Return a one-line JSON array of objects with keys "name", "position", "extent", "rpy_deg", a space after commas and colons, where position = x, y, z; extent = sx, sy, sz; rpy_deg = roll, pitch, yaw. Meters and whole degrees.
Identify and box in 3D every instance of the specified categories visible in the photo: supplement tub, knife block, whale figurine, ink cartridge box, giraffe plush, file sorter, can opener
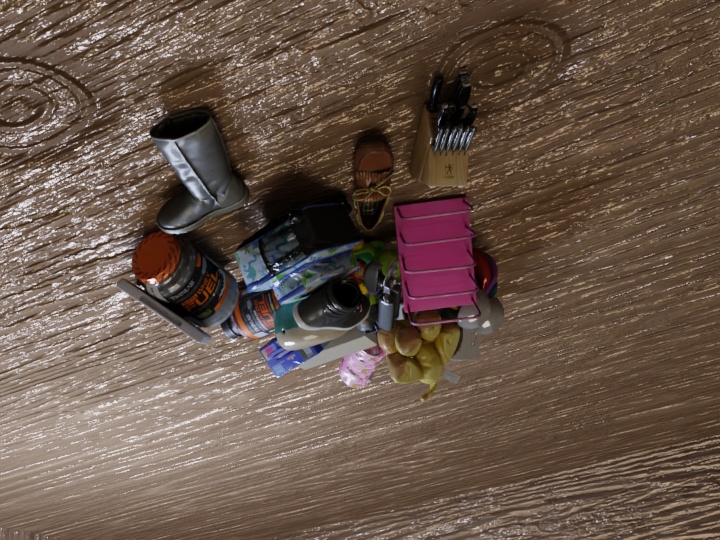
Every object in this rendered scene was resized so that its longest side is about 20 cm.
[{"name": "supplement tub", "position": [-0.325, 0.016, 1.400], "extent": [0.121, 0.124, 0.200], "rpy_deg": [-18, 148, 18]}, {"name": "knife block", "position": [0.128, -0.224, 1.179], "extent": [0.063, 0.178, 0.200], "rpy_deg": [-1, -166, -8]}, {"name": "whale figurine", "position": [-0.076, 0.085, 1.438], "extent": [0.198, 0.105, 0.158], "rpy_deg": [-12, 173, -44]}, {"name": "ink cartridge box", "position": [0.174, 0.141, 1.709], "extent": [0.197, 0.118, 0.067], "rpy_deg": [7, 177, -22]}, {"name": "giraffe plush", "position": [0.106, 0.150, 1.557], "extent": [0.173, 0.162, 0.200], "rpy_deg": [-46, 132, -8]}, {"name": "ink cartridge box", "position": [-0.121, 0.144, 1.594], "extent": [0.136, 0.077, 0.200], "rpy_deg": [-32, -174, 34]}, {"name": "file sorter", "position": [0.141, -0.016, 1.344], "extent": [0.137, 0.203, 0.126], "rpy_deg": [-7, -167, 0]}, {"name": "can opener", "position": [0.041, 0.042, 1.411], "extent": [0.066, 0.054, 0.201], "rpy_deg": [23, 151, 13]}, {"name": "supplement tub", "position": [-0.193, 0.077, 1.545], "extent": [0.198, 0.108, 0.107], "rpy_deg": [-23, 146, 23]}]

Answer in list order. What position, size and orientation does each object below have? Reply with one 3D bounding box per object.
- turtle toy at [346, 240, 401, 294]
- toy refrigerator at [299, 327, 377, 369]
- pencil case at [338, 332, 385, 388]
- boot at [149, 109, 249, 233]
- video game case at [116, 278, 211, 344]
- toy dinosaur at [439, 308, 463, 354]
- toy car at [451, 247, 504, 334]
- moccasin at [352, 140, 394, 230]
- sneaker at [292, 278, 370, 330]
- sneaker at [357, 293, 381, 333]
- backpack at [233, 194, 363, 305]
[{"name": "turtle toy", "position": [0.000, 0.000, 1.465], "extent": [0.198, 0.102, 0.146], "rpy_deg": [-21, 147, 21]}, {"name": "toy refrigerator", "position": [-0.063, 0.160, 1.741], "extent": [0.198, 0.077, 0.070], "rpy_deg": [-22, 146, 21]}, {"name": "pencil case", "position": [0.007, 0.212, 1.837], "extent": [0.085, 0.084, 0.201], "rpy_deg": [2, 147, -14]}, {"name": "boot", "position": [-0.279, -0.151, 1.186], "extent": [0.180, 0.073, 0.200], "rpy_deg": [-25, 154, 3]}, {"name": "video game case", "position": [-0.368, 0.082, 1.430], "extent": [0.181, 0.022, 0.200], "rpy_deg": [35, 171, -3]}, {"name": "toy dinosaur", "position": [0.187, 0.138, 1.637], "extent": [0.101, 0.203, 0.077], "rpy_deg": [9, 172, -8]}, {"name": "toy car", "position": [0.215, 0.028, 1.527], "extent": [0.151, 0.174, 0.199], "rpy_deg": [-60, 150, 4]}, {"name": "moccasin", "position": [0.018, -0.140, 1.261], "extent": [0.072, 0.079, 0.202], "rpy_deg": [-1, 148, -11]}, {"name": "sneaker", "position": [-0.019, 0.057, 1.312], "extent": [0.099, 0.072, 0.199], "rpy_deg": [-29, 165, 33]}, {"name": "sneaker", "position": [0.015, 0.095, 1.609], "extent": [0.073, 0.082, 0.200], "rpy_deg": [-13, 174, 12]}, {"name": "backpack", "position": [-0.112, -0.024, 1.318], "extent": [0.198, 0.149, 0.182], "rpy_deg": [-23, 178, 33]}]
